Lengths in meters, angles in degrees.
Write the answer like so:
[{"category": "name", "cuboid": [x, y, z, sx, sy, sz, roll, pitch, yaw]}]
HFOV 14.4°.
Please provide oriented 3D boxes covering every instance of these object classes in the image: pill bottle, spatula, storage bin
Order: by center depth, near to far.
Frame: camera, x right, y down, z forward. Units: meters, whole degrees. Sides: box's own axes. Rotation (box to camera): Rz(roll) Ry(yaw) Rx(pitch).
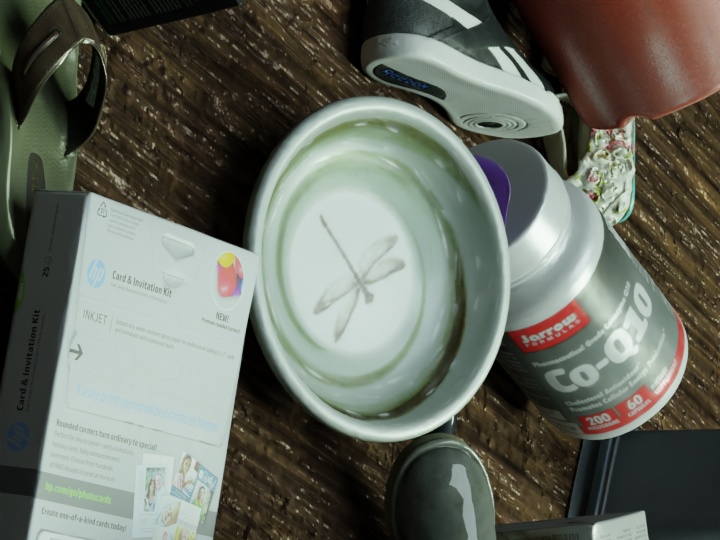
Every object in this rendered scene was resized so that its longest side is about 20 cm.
[{"category": "spatula", "cuboid": [0.056, 0.025, 1.747, 0.021, 0.056, 0.201, -57, 154, -65]}, {"category": "pill bottle", "cuboid": [0.123, 0.013, 1.838, 0.200, 0.113, 0.114, 48, 44, -43]}, {"category": "storage bin", "cuboid": [0.254, 0.183, 1.998, 0.200, 0.134, 0.146, 53, 41, -41]}]

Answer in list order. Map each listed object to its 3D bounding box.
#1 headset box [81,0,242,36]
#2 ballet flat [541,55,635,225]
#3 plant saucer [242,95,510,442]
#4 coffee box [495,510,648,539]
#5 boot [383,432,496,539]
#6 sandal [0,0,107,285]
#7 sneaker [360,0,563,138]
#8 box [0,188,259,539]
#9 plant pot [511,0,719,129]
[{"category": "headset box", "cuboid": [-0.113, -0.261, 1.528, 0.174, 0.092, 0.201, 55, 39, -36]}, {"category": "ballet flat", "cuboid": [0.158, -0.125, 1.986, 0.064, 0.076, 0.201, 12, 63, -23]}, {"category": "plant saucer", "cuboid": [0.000, 0.000, 1.665, 0.199, 0.050, 0.202, 4, 83, -40]}, {"category": "coffee box", "cuboid": [0.126, 0.258, 1.781, 0.080, 0.114, 0.201, -4, 86, -60]}, {"category": "boot", "cuboid": [0.082, 0.208, 1.634, 0.200, 0.072, 0.183, -129, -155, -64]}, {"category": "sandal", "cuboid": [-0.155, -0.093, 1.447, 0.080, 0.057, 0.202, 12, 73, -57]}, {"category": "sneaker", "cuboid": [0.073, -0.161, 1.837, 0.200, 0.073, 0.113, 23, 65, -54]}, {"category": "box", "cuboid": [-0.122, 0.073, 1.446, 0.156, 0.041, 0.201, 20, 77, -56]}, {"category": "plant pot", "cuboid": [0.173, -0.211, 1.873, 0.196, 0.200, 0.201, 63, 34, -16]}]
